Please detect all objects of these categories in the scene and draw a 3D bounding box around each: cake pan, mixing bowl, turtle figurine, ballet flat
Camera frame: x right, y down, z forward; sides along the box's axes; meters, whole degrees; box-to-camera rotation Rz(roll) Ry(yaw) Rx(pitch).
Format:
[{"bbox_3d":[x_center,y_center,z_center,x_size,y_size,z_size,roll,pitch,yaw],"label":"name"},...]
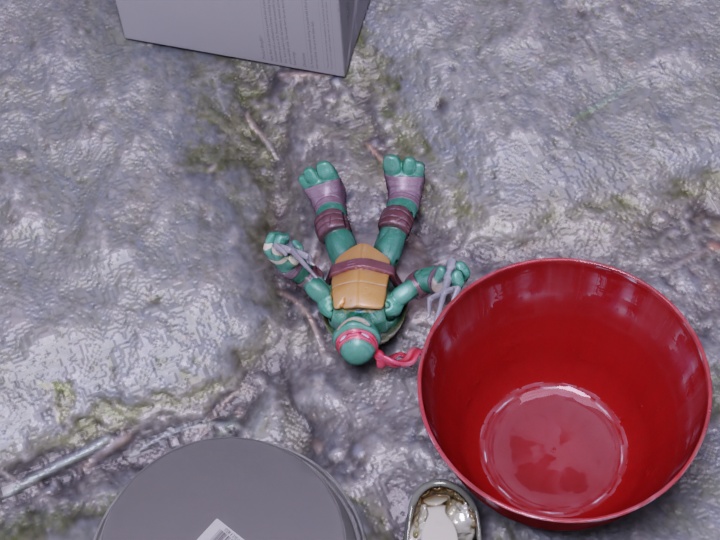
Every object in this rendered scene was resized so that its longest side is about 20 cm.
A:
[{"bbox_3d":[-0.094,0.200,1.176,0.199,0.037,0.201,-1,58,2],"label":"cake pan"},{"bbox_3d":[0.138,0.103,1.182,0.199,0.109,0.201,0,59,1],"label":"mixing bowl"},{"bbox_3d":[0.000,0.000,1.259,0.149,0.101,0.200,7,44,-6],"label":"turtle figurine"},{"bbox_3d":[0.054,0.234,1.132,0.067,0.064,0.201,-3,59,1],"label":"ballet flat"}]

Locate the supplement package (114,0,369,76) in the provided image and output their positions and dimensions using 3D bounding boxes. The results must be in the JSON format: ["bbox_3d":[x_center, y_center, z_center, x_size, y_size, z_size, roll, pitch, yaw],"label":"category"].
[{"bbox_3d":[-0.096,-0.258,1.408,0.199,0.121,0.120,11,60,9],"label":"supplement package"}]
